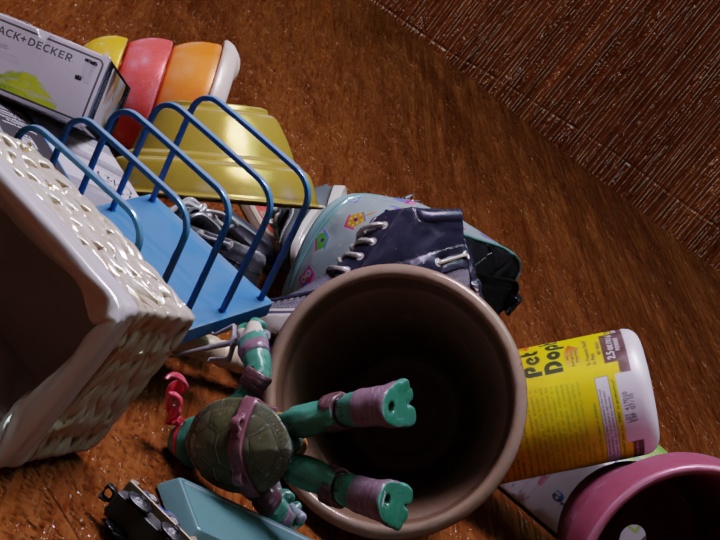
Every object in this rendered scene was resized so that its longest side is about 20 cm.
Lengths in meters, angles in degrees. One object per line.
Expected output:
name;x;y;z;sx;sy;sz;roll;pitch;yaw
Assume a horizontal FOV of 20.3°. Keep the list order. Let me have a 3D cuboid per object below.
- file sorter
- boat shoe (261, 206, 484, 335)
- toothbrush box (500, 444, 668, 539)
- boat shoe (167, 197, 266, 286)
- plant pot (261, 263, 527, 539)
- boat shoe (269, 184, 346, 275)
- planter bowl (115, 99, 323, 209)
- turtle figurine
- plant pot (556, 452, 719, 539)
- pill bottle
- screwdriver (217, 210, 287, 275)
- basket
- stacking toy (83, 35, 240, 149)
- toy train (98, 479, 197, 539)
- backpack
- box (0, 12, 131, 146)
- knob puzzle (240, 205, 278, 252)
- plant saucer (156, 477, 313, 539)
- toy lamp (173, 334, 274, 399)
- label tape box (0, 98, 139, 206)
file sorter;-0.150;-0.036;1.424;0.139;0.123;0.199;41;31;22
boat shoe;0.000;0.000;1.631;0.198;0.094;0.075;-6;-2;-17
toothbrush box;0.216;0.188;1.908;0.145;0.086;0.200;40;16;4
boat shoe;-0.137;-0.022;1.624;0.073;0.069;0.199;26;2;-30
plant pot;0.031;0.107;1.547;0.200;0.200;0.175;41;-3;10
boat shoe;-0.058;-0.037;1.906;0.061;0.074;0.200;5;18;10
planter bowl;-0.127;-0.101;1.730;0.198;0.084;0.200;4;1;0
turtle figurine;-0.061;0.118;1.383;0.198;0.151;0.101;4;19;31
plant pot;0.246;0.239;1.664;0.199;0.201;0.179;35;-1;-13
pill bottle;0.148;0.120;1.715;0.109;0.198;0.110;-12;90;-88
screwdriver;-0.055;0.008;1.895;0.199;0.029;0.028;35;15;-14
basket;-0.220;0.013;1.269;0.200;0.136;0.123;45;12;21
stacking toy;-0.223;-0.175;1.885;0.198;0.147;0.146;20;18;-9
toy train;-0.084;0.200;1.234;0.200;0.034;0.046;43;11;10
backpack;0.022;0.020;1.762;0.153;0.177;0.199;31;8;38
box;-0.259;-0.156;1.655;0.116;0.061;0.200;22;-3;-2
knob puzzle;-0.046;-0.036;2.044;0.219;0.031;0.220;36;15;-11
plant saucer;-0.049;0.196;1.365;0.199;0.019;0.070;31;17;-33
toy lamp;-0.124;0.058;1.524;0.199;0.058;0.058;26;19;-49
label tape box;-0.226;-0.042;1.549;0.143;0.066;0.200;25;19;-44
